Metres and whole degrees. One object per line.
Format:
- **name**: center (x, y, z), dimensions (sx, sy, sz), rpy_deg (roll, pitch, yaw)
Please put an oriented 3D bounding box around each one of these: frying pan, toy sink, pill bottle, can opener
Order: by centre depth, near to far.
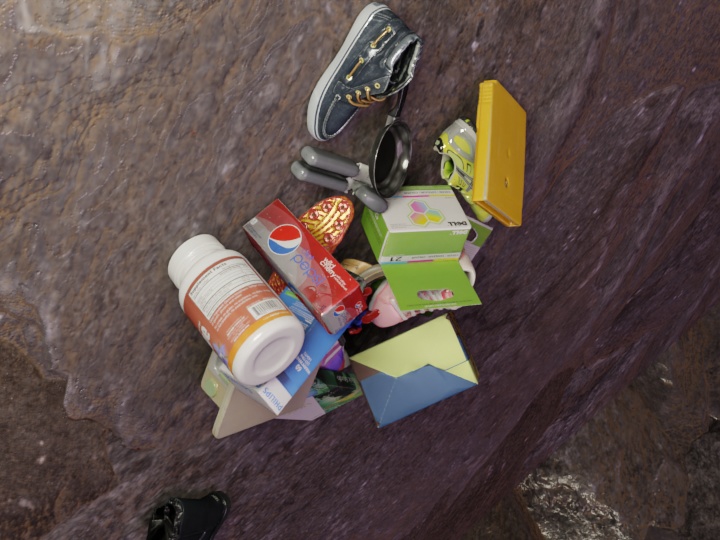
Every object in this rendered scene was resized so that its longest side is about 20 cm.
- **pill bottle**: center (-0.171, 0.047, 1.254), dimensions (0.111, 0.200, 0.113), rpy_deg (-31, 148, -22)
- **frying pan**: center (0.040, -0.195, 1.365), dimensions (0.115, 0.030, 0.192), rpy_deg (-49, 143, -40)
- **can opener**: center (-0.020, -0.134, 1.372), dimensions (0.199, 0.067, 0.053), rpy_deg (14, 119, -53)
- **toy sink**: center (-0.172, 0.159, 1.487), dimensions (0.198, 0.112, 0.132), rpy_deg (-14, 135, -49)

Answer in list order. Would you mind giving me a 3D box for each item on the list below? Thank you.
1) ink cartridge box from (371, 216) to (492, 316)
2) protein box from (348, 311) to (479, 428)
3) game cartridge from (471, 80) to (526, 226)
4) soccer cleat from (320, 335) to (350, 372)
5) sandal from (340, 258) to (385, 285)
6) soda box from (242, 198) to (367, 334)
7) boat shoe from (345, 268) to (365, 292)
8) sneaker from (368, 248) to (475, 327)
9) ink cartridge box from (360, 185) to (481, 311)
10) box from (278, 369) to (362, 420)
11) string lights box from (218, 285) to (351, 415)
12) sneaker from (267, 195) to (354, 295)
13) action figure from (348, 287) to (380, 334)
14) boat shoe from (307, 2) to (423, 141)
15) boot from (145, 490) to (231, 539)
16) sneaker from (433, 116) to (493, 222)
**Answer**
- **ink cartridge box**: center (0.127, -0.025, 1.674), dimensions (0.201, 0.076, 0.147), rpy_deg (-54, 150, 12)
- **protein box**: center (0.104, 0.177, 1.727), dimensions (0.196, 0.137, 0.200), rpy_deg (-24, 175, 6)
- **game cartridge**: center (0.228, -0.190, 1.540), dimensions (0.176, 0.032, 0.204), rpy_deg (23, 68, -60)
- **soccer cleat**: center (-0.066, 0.132, 1.647), dimensions (0.073, 0.068, 0.201), rpy_deg (-35, 152, -10)
- **sandal**: center (0.000, 0.000, 1.544), dimensions (0.197, 0.055, 0.080), rpy_deg (-23, 176, 10)
- **soda box**: center (-0.078, -0.006, 1.309), dimensions (0.070, 0.200, 0.064), rpy_deg (-37, 149, -11)
- **boat shoe**: center (-0.062, 0.077, 1.429), dimensions (0.072, 0.070, 0.202), rpy_deg (49, 62, -41)
- **sneaker**: center (0.104, 0.039, 1.552), dimensions (0.199, 0.105, 0.076), rpy_deg (-37, 123, 4)
- **ink cartridge box**: center (0.102, -0.038, 1.468), dimensions (0.145, 0.202, 0.077), rpy_deg (-3, 135, -21)
- **box**: center (-0.091, 0.227, 1.708), dimensions (0.143, 0.037, 0.199), rpy_deg (-30, 158, 23)
- **string lights box**: center (-0.098, 0.094, 1.341), dimensions (0.201, 0.102, 0.059), rpy_deg (-51, 132, -17)
- **sneaker**: center (-0.076, -0.034, 1.436), dimensions (0.201, 0.073, 0.077), rpy_deg (-52, 173, 19)
- **action figure**: center (-0.014, 0.073, 1.594), dimensions (0.051, 0.066, 0.200), rpy_deg (-25, 175, -13)
- **boat shoe**: center (0.003, -0.240, 1.232), dimensions (0.070, 0.091, 0.202), rpy_deg (-4, 131, -50)
- **boot**: center (-0.338, 0.496, 1.731), dimensions (0.202, 0.076, 0.167), rpy_deg (-59, 153, 10)
- **sneaker**: center (0.172, -0.159, 1.565), dimensions (0.076, 0.076, 0.202), rpy_deg (-30, 126, -7)
